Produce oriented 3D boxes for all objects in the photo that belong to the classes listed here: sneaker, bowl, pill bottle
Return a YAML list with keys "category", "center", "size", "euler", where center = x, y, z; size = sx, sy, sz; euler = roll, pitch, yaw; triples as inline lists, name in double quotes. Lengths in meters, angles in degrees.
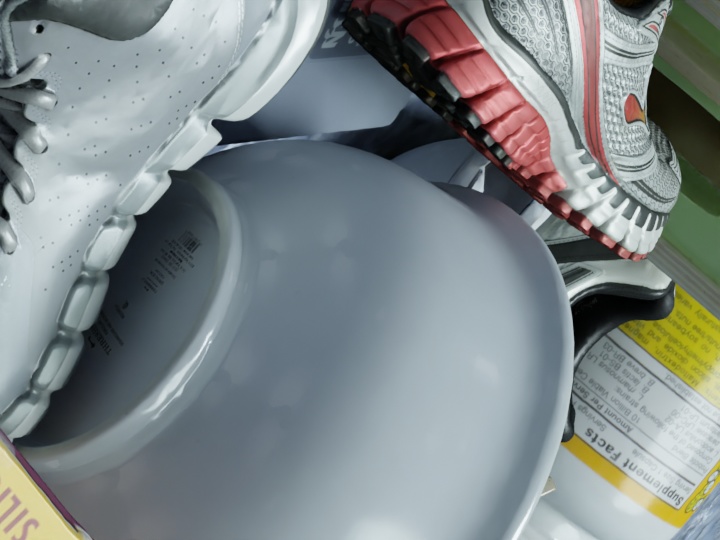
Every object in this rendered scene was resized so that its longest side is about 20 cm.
- category: "sneaker"
  center: [0.034, 0.045, 1.046]
  size: [0.200, 0.088, 0.076]
  euler: [-46, 159, -3]
- category: "sneaker"
  center: [0.069, -0.063, 0.867]
  size: [0.082, 0.078, 0.200]
  euler: [-50, 157, 1]
- category: "bowl"
  center: [-0.046, 0.035, 0.789]
  size: [0.201, 0.201, 0.090]
  euler: [-49, 127, 0]
- category: "sneaker"
  center: [-0.101, -0.036, 0.720]
  size: [0.200, 0.075, 0.115]
  euler: [-54, 148, -1]
- category: "pill bottle"
  center: [0.111, 0.042, 1.146]
  size: [0.200, 0.113, 0.113]
  euler: [-51, 157, 5]

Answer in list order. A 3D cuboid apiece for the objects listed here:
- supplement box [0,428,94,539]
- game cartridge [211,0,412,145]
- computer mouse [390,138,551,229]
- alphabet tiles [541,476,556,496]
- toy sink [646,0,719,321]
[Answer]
- category: "supplement box"
  center: [-0.181, 0.075, 0.629]
  size: [0.200, 0.103, 0.131]
  euler: [-44, 125, -13]
- category: "game cartridge"
  center: [0.017, -0.128, 0.817]
  size: [0.133, 0.040, 0.201]
  euler: [-15, 140, -58]
- category: "computer mouse"
  center: [0.000, 0.000, 0.937]
  size: [0.109, 0.044, 0.200]
  euler: [-22, -167, 38]
- category: "alphabet tiles"
  center: [-0.050, 0.121, 0.977]
  size: [0.199, 0.008, 0.167]
  euler: [-22, 178, -27]
- category: "toy sink"
  center: [0.142, -0.094, 0.970]
  size: [0.112, 0.130, 0.201]
  euler: [-33, 154, -31]
